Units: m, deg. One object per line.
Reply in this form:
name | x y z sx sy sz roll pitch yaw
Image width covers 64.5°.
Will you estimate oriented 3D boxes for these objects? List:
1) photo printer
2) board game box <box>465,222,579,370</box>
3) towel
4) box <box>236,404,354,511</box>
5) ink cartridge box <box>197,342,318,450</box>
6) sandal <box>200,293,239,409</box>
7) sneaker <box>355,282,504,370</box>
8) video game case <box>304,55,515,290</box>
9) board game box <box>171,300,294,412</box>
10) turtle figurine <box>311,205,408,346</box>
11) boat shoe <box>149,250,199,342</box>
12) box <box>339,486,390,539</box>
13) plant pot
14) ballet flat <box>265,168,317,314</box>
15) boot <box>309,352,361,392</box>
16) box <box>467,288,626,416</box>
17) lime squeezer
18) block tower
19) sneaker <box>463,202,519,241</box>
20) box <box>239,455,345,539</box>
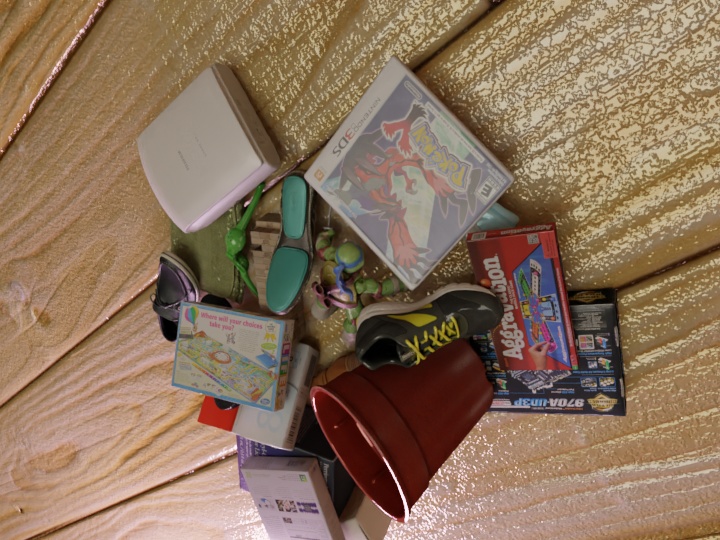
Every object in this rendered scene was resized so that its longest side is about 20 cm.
photo printer | -0.228 -0.165 0.822 0.197 0.069 0.170 -31 87 24
board game box | 0.198 0.040 0.688 0.100 0.020 0.204 -4 123 28
towel | -0.249 -0.051 0.933 0.144 0.036 0.206 17 120 19
box | -0.110 0.324 1.000 0.194 0.104 0.153 12 118 21
ink cartridge box | -0.179 0.191 0.947 0.194 0.047 0.165 8 72 22
sandal | -0.237 0.127 0.950 0.074 0.048 0.206 -29 65 22
sneaker | 0.080 0.079 0.697 0.194 0.086 0.076 -15 121 24
video game case | 0.052 -0.111 0.681 0.200 0.023 0.183 45 113 4
board game box | -0.203 0.131 0.898 0.194 0.034 0.140 8 91 22
turtle figurine | 0.000 0.000 0.815 0.139 0.205 0.196 11 142 -5
boat shoe | -0.315 0.050 0.967 0.073 0.063 0.203 28 138 12
box | -0.045 0.466 1.042 0.197 0.095 0.079 -29 100 31
plant pot | 0.064 0.183 0.769 0.200 0.193 0.204 42 152 28
ballet flat | -0.089 -0.040 0.823 0.066 0.075 0.207 11 99 17
boot | 0.010 0.232 0.921 0.152 0.073 0.205 -28 87 32
box | 0.245 0.112 0.764 0.194 0.046 0.164 -6 111 28
lime squeezer | -0.180 -0.032 0.889 0.037 0.070 0.206 16 119 23
block tower | -0.128 0.018 0.896 0.056 0.054 0.207 7 115 23
sneaker | 0.121 -0.117 0.716 0.081 0.074 0.202 -38 89 4
box | -0.107 0.403 0.953 0.140 0.036 0.206 -7 109 28
